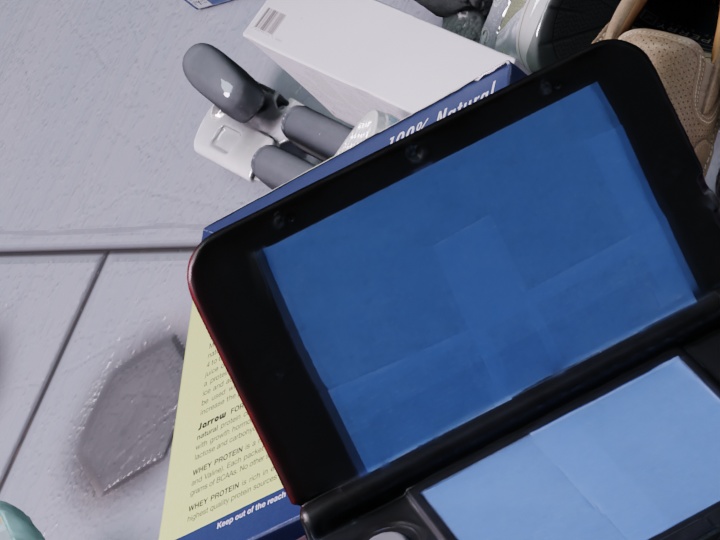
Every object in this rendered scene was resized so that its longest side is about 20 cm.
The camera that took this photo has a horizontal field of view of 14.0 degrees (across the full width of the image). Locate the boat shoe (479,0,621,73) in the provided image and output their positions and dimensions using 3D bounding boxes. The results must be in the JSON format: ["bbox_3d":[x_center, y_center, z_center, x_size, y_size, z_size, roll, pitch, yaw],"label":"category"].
[{"bbox_3d":[0.121,-0.186,1.465,0.065,0.074,0.203,16,81,51],"label":"boat shoe"}]

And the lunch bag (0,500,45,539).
[{"bbox_3d":[-0.206,0.214,1.441,0.201,0.122,0.170,-59,14,-1],"label":"lunch bag"}]

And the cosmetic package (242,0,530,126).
[{"bbox_3d":[0.030,-0.092,1.468,0.051,0.083,0.200,-53,39,-7],"label":"cosmetic package"}]

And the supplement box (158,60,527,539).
[{"bbox_3d":[0.031,0.054,1.305,0.199,0.134,0.201,-27,42,35],"label":"supplement box"}]

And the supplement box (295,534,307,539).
[{"bbox_3d":[0.087,0.122,1.125,0.199,0.111,0.086,-27,33,-10],"label":"supplement box"}]

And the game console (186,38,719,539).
[{"bbox_3d":[0.064,0.032,1.058,0.199,0.119,0.172,-27,33,-10],"label":"game console"}]

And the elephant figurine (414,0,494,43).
[{"bbox_3d":[0.027,-0.220,1.563,0.155,0.142,0.200,-45,38,-13],"label":"elephant figurine"}]

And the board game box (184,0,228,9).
[{"bbox_3d":[-0.026,-0.235,1.723,0.199,0.034,0.136,-9,54,49],"label":"board game box"}]

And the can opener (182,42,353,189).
[{"bbox_3d":[-0.041,-0.068,1.575,0.053,0.066,0.200,-55,38,-3],"label":"can opener"}]

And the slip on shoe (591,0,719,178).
[{"bbox_3d":[0.123,-0.074,1.246,0.076,0.061,0.200,19,41,15],"label":"slip on shoe"}]

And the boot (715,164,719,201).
[{"bbox_3d":[0.199,-0.100,1.224,0.096,0.073,0.201,-63,-15,-79],"label":"boot"}]

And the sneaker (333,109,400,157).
[{"bbox_3d":[0.000,0.000,1.459,0.200,0.082,0.074,-49,19,55],"label":"sneaker"}]
